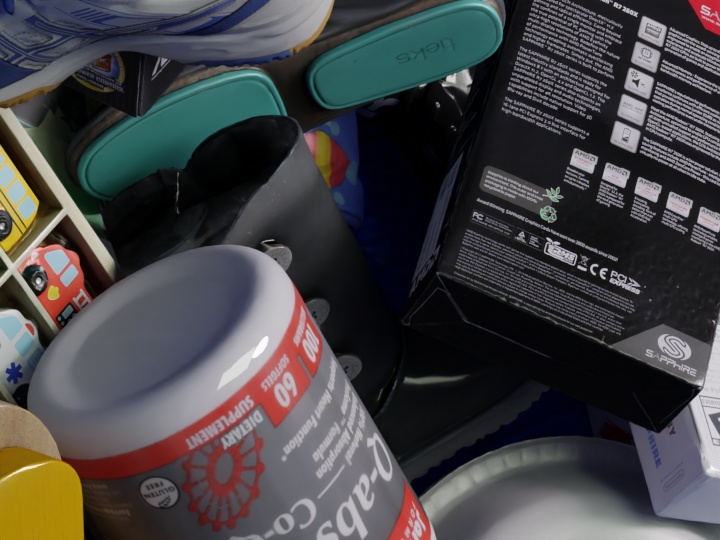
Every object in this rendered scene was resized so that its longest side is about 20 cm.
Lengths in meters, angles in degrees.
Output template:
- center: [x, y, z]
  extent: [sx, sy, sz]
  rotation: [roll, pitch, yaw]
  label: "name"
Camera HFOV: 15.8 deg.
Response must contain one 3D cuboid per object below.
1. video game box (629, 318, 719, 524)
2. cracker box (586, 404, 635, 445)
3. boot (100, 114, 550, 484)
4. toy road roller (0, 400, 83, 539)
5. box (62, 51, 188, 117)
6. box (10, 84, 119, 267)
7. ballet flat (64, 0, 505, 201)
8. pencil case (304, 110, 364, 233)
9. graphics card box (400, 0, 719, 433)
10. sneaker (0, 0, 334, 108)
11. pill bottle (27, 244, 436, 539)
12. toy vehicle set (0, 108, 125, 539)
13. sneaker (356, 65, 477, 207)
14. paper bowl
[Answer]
- center: [0.199, 0.034, 1.187]
  extent: [0.199, 0.047, 0.183]
  rotation: [10, 53, -31]
  label: "video game box"
- center: [0.167, -0.005, 1.323]
  extent: [0.057, 0.133, 0.202]
  rotation: [-7, 82, -45]
  label: "cracker box"
- center: [-0.001, 0.001, 1.118]
  extent: [0.165, 0.066, 0.200]
  rotation: [-40, 130, -7]
  label: "boot"
- center: [-0.128, 0.128, 0.956]
  extent: [0.145, 0.122, 0.202]
  rotation: [-18, 114, -45]
  label: "toy road roller"
- center: [-0.110, -0.166, 1.091]
  extent: [0.159, 0.044, 0.200]
  rotation: [26, 48, 13]
  label: "box"
- center: [-0.162, -0.026, 1.067]
  extent: [0.199, 0.036, 0.146]
  rotation: [0, 78, -46]
  label: "box"
- center: [-0.036, -0.090, 1.103]
  extent: [0.199, 0.073, 0.074]
  rotation: [-22, 94, -2]
  label: "ballet flat"
- center: [-0.044, -0.102, 1.181]
  extent: [0.077, 0.087, 0.202]
  rotation: [2, 74, -19]
  label: "pencil case"
- center: [0.102, -0.043, 1.109]
  extent: [0.125, 0.051, 0.201]
  rotation: [23, 55, -9]
  label: "graphics card box"
- center: [-0.110, -0.115, 0.960]
  extent: [0.088, 0.198, 0.076]
  rotation: [79, 0, -68]
  label: "sneaker"
- center: [-0.038, 0.099, 1.031]
  extent: [0.201, 0.115, 0.116]
  rotation: [60, 44, -28]
  label: "pill bottle"
- center: [-0.142, 0.037, 1.025]
  extent: [0.124, 0.026, 0.201]
  rotation: [-51, 126, -30]
  label: "toy vehicle set"
- center: [0.032, -0.062, 1.258]
  extent: [0.111, 0.073, 0.201]
  rotation: [0, 69, -42]
  label: "sneaker"
- center: [0.094, 0.173, 1.147]
  extent: [0.199, 0.104, 0.202]
  rotation: [1, 78, -6]
  label: "paper bowl"
